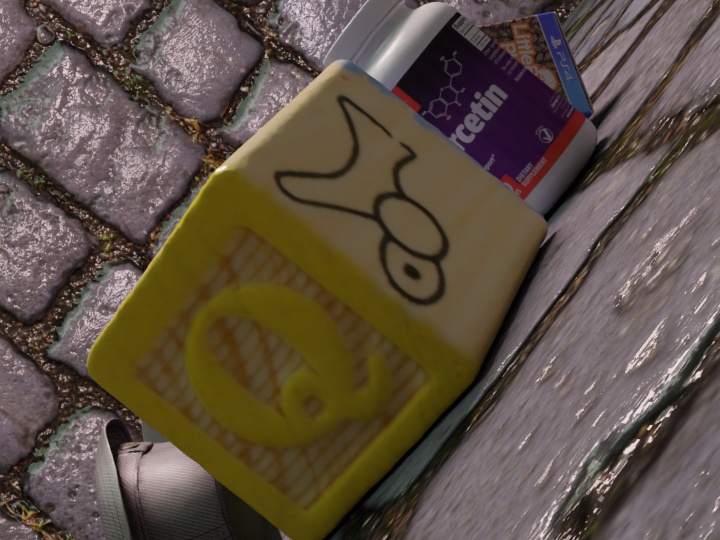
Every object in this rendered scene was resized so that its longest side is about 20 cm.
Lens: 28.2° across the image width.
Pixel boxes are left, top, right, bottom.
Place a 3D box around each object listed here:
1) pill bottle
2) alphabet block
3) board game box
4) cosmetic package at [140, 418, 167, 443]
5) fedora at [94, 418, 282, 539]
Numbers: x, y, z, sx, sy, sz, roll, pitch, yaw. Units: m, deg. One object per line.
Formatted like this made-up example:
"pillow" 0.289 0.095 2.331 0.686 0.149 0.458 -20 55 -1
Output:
"pill bottle" 0.072 -0.122 1.076 0.113 0.200 0.112 -51 2 2
"alphabet block" -0.023 0.016 0.927 0.197 0.195 0.200 -52 0 33
"board game box" 0.069 -0.125 1.224 0.199 0.097 0.160 -14 -15 -17
"cosmetic package" -0.145 0.145 1.346 0.085 0.107 0.201 -41 -32 -35
"fedora" -0.107 0.171 0.975 0.090 0.178 0.200 -22 -6 2
